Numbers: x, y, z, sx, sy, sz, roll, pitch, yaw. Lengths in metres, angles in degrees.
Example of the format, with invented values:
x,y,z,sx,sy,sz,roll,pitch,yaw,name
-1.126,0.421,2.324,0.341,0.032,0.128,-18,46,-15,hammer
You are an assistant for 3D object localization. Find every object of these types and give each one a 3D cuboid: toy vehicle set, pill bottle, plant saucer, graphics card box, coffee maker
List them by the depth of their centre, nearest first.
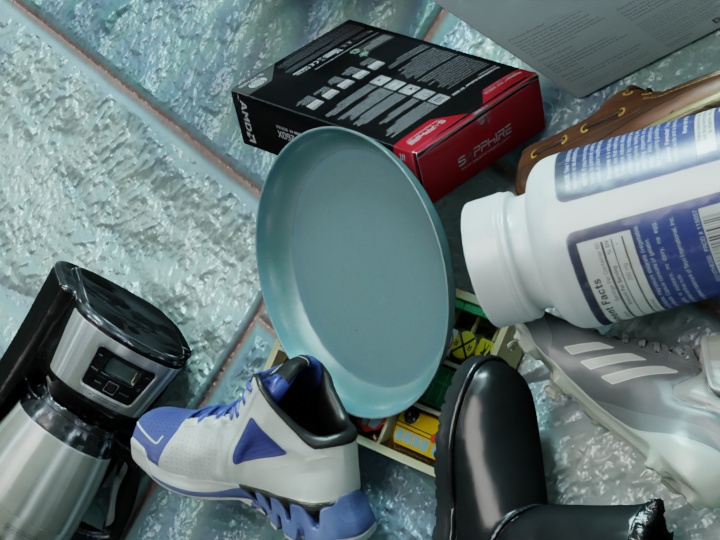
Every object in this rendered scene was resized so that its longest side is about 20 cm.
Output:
x,y,z,sx,sy,sz,roll,pitch,yaw,name
0.169,-0.028,1.330,0.199,0.111,0.112,-15,62,18,pill bottle
0.000,0.000,1.465,0.200,0.027,0.201,20,116,47,plant saucer
0.020,0.062,1.511,0.199,0.026,0.125,19,86,44,toy vehicle set
0.018,-0.114,1.527,0.125,0.051,0.200,-35,38,-30,graphics card box
-0.237,0.099,1.648,0.192,0.134,0.201,39,98,44,coffee maker

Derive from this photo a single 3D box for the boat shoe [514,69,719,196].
x,y,z,sx,sy,sz,roll,pitch,yaw,name
0.182,-0.090,1.403,0.200,0.072,0.068,-28,55,29,boat shoe

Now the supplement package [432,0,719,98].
x,y,z,sx,sy,sz,roll,pitch,yaw,name
0.137,-0.240,1.415,0.151,0.200,0.151,-26,57,30,supplement package

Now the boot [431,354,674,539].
x,y,z,sx,sy,sz,roll,pitch,yaw,name
0.122,0.155,1.352,0.162,0.073,0.199,1,80,44,boot

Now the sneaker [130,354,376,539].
x,y,z,sx,sy,sz,roll,pitch,yaw,name
-0.067,0.107,1.506,0.199,0.080,0.116,17,113,38,sneaker

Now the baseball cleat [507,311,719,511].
x,y,z,sx,sy,sz,roll,pitch,yaw,name
0.184,0.066,1.352,0.106,0.070,0.200,-46,52,-1,baseball cleat
